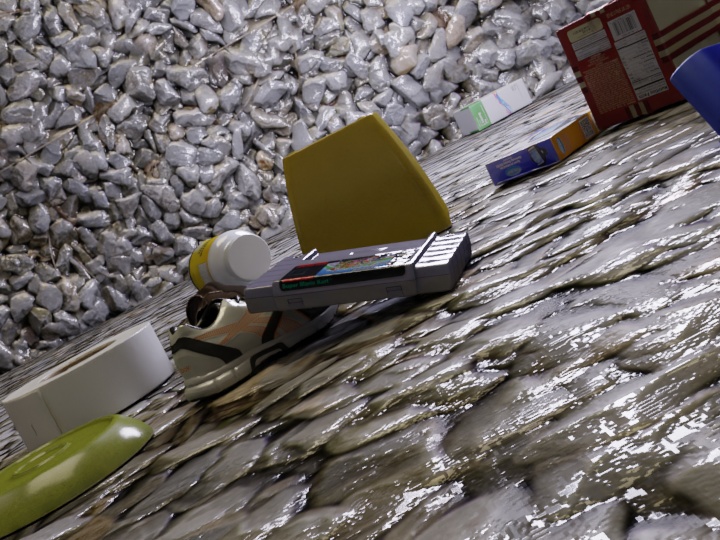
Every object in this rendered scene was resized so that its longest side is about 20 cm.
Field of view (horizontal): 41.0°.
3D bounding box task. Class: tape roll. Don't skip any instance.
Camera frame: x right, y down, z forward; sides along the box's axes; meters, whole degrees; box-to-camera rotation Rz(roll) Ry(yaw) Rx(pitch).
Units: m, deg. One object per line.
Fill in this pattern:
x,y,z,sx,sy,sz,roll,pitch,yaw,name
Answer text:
-0.333,0.142,1.186,0.201,0.071,0.202,-26,7,4,tape roll

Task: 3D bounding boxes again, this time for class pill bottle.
-0.233,-0.013,1.741,0.112,0.113,0.200,-30,8,-26,pill bottle

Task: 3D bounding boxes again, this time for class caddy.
0.366,-0.185,0.839,0.199,0.105,0.142,-34,-12,-40,caddy

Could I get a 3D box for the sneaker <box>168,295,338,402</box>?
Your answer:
-0.103,0.051,0.964,0.199,0.081,0.073,-30,6,-38,sneaker

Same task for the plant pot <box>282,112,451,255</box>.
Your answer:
-0.004,-0.108,1.324,0.199,0.178,0.200,-26,7,8,plant pot

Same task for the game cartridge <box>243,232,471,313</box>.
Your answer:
0.000,0.000,0.923,0.198,0.039,0.130,-7,9,17,game cartridge

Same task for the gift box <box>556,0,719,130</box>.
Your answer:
0.413,-0.334,1.354,0.186,0.202,0.184,-30,13,-35,gift box

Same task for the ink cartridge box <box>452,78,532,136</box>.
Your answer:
0.403,-0.497,2.945,0.199,0.085,0.145,-29,8,-12,ink cartridge box

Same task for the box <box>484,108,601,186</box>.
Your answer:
0.268,-0.180,1.393,0.119,0.042,0.199,-20,8,44,box

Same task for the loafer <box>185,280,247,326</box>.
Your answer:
-0.193,0.057,1.254,0.071,0.074,0.200,-29,7,-27,loafer

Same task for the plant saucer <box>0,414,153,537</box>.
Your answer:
-0.284,0.183,0.878,0.199,0.031,0.200,-26,7,4,plant saucer
